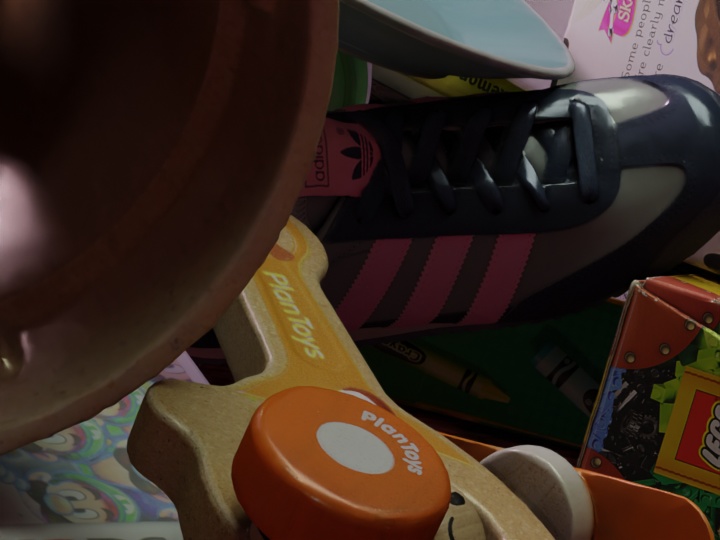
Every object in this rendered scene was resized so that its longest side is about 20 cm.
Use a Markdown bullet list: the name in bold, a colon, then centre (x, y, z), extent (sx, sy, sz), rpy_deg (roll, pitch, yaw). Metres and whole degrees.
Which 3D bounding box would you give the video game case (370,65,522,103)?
- **video game case**: centre (0.041, -0.065, 1.105), extent (0.180, 0.026, 0.200), rpy_deg (26, -7, -19)

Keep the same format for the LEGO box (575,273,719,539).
- **LEGO box**: centre (0.165, 0.058, 0.781), extent (0.148, 0.078, 0.200), rpy_deg (19, 7, 19)

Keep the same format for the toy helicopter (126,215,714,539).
- **toy helicopter**: centre (0.001, 0.039, 0.614), extent (0.132, 0.079, 0.200), rpy_deg (9, 30, -27)

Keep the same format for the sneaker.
- **sneaker**: centre (0.016, -0.021, 0.736), extent (0.199, 0.071, 0.082), rpy_deg (-16, -25, 10)

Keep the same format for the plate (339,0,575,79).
- **plate**: centre (-0.024, -0.105, 0.763), extent (0.199, 0.026, 0.200), rpy_deg (30, 15, -9)

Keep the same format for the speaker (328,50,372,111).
- **speaker**: centre (-0.041, -0.084, 0.889), extent (0.088, 0.089, 0.200), rpy_deg (15, 14, -6)

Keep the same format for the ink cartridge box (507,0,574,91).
- **ink cartridge box**: centre (0.133, -0.074, 0.926), extent (0.199, 0.084, 0.145), rpy_deg (32, 8, 13)

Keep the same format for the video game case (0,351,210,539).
- **video game case**: centre (-0.120, 0.023, 0.634), extent (0.181, 0.024, 0.200), rpy_deg (4, 34, -41)

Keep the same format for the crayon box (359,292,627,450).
- **crayon box**: centre (0.000, 0.000, 0.908), extent (0.199, 0.059, 0.119), rpy_deg (15, 13, -4)

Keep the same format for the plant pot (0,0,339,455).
- **plant pot**: centre (-0.126, -0.082, 0.603), extent (0.199, 0.202, 0.184), rpy_deg (10, 20, -23)

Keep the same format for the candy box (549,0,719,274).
- **candy box**: centre (0.157, -0.072, 0.760), extent (0.071, 0.169, 0.200), rpy_deg (10, 8, -42)

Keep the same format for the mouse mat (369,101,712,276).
- **mouse mat**: centre (0.105, -0.024, 1.062), extent (0.199, 0.008, 0.161), rpy_deg (27, -8, -30)
